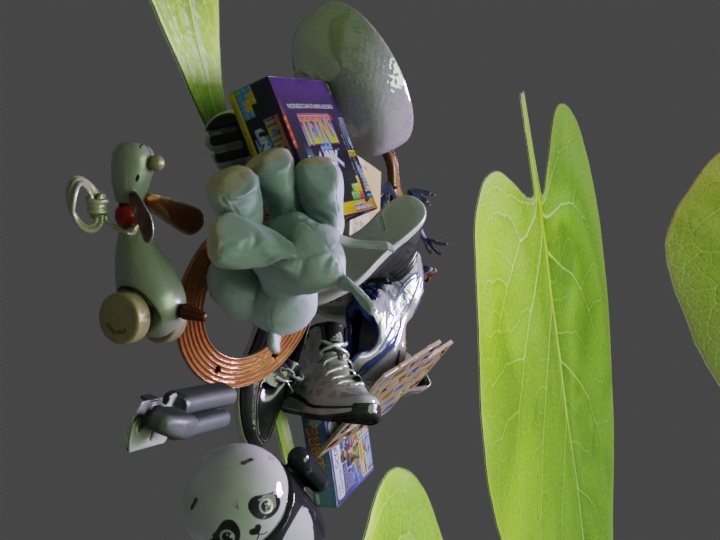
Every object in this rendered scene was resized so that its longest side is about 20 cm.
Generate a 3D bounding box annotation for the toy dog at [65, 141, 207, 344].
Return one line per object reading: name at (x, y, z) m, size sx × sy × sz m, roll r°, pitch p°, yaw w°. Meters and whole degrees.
toy dog at (-0.194, -0.018, 1.225) m, size 0.132 × 0.095 × 0.202 m, roll -50°, pitch 133°, yaw -59°

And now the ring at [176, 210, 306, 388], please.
ring at (-0.125, 0.031, 1.399) m, size 0.199 × 0.019 × 0.203 m, roll -21°, pitch 120°, yaw -41°

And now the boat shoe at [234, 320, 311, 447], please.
boat shoe at (-0.098, 0.112, 1.487) m, size 0.073 × 0.062 × 0.202 m, roll 54°, pitch 40°, yaw -53°

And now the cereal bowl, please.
cereal bowl at (-0.024, -0.227, 1.590) m, size 0.083 × 0.200 × 0.202 m, roll -34°, pitch 128°, yaw -19°

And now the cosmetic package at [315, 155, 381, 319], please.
cosmetic package at (-0.024, -0.043, 1.673) m, size 0.105 × 0.070 × 0.203 m, roll 22°, pitch 67°, yaw -65°

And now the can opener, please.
can opener at (-0.176, 0.152, 1.295) m, size 0.053 × 0.066 × 0.200 m, roll -71°, pitch 164°, yaw 7°

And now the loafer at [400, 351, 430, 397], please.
loafer at (0.036, 0.122, 1.711) m, size 0.200 × 0.069 × 0.071 m, roll 38°, pitch 54°, yaw -60°

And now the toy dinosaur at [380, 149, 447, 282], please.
toy dinosaur at (0.072, -0.066, 1.901) m, size 0.182 × 0.103 × 0.202 m, roll 87°, pitch -2°, yaw -63°

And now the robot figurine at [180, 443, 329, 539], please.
robot figurine at (-0.110, 0.269, 1.360) m, size 0.201 × 0.123 × 0.152 m, roll 60°, pitch 35°, yaw -48°

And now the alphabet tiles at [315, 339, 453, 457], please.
alphabet tiles at (0.041, 0.150, 1.611) m, size 0.008 × 0.168 × 0.199 m, roll 46°, pitch 36°, yaw 13°

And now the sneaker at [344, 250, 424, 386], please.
sneaker at (0.025, 0.040, 1.597) m, size 0.088 × 0.075 × 0.203 m, roll 32°, pitch 61°, yaw -51°

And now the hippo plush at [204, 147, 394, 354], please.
hippo plush at (-0.074, -0.017, 1.304) m, size 0.161 × 0.198 × 0.161 m, roll 114°, pitch -4°, yaw -56°

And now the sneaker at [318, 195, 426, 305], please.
sneaker at (0.000, 0.000, 1.534) m, size 0.199 × 0.071 × 0.100 m, roll -36°, pitch 152°, yaw -16°

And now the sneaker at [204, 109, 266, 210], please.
sneaker at (-0.120, -0.087, 1.454) m, size 0.081 × 0.074 × 0.203 m, roll -51°, pitch 135°, yaw -70°

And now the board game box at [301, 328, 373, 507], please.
board game box at (-0.033, 0.190, 1.669) m, size 0.135 × 0.034 × 0.203 m, roll -30°, pitch 114°, yaw -65°

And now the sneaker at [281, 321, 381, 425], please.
sneaker at (-0.035, 0.117, 1.495) m, size 0.075 × 0.200 × 0.117 m, roll 9°, pitch 86°, yaw -28°

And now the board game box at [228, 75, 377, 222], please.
board game box at (-0.060, -0.131, 1.439) m, size 0.167 × 0.056 × 0.200 m, roll 70°, pitch 19°, yaw -1°
